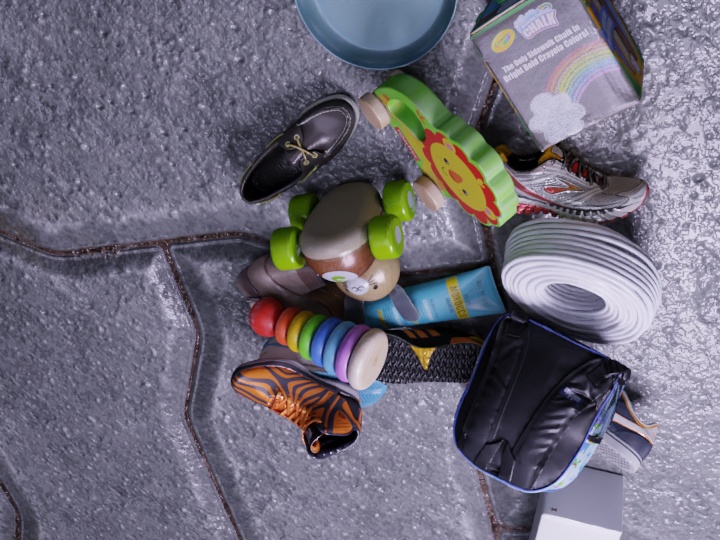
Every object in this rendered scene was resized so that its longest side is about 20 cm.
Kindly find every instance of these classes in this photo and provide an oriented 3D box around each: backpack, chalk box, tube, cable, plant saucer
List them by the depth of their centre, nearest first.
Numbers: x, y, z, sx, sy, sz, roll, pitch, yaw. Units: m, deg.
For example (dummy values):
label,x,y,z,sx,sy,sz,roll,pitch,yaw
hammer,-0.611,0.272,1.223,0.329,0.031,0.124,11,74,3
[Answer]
label,x,y,z,sx,sy,sz,roll,pitch,yaw
chalk box,0.204,-0.258,0.973,0.124,0.124,0.200,-25,110,31
plant saucer,0.018,-0.334,1.044,0.199,0.027,0.201,9,124,13
cable,0.269,0.015,1.114,0.199,0.070,0.200,18,155,15
backpack,0.228,0.178,1.157,0.182,0.147,0.201,27,90,27
tube,0.095,0.045,1.251,0.199,0.051,0.078,-13,125,20

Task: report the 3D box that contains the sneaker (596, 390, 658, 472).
label,x,y,z,sx,sy,sz,roll,pitch,yaw
sneaker,0.318,0.189,1.253,0.200,0.079,0.079,37,164,20

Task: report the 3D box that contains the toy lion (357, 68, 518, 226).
label,x,y,z,sx,sy,sz,roll,pitch,yaw
toy lion,0.099,-0.139,1.044,0.069,0.192,0.200,-39,107,-10

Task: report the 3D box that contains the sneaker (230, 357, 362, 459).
label,x,y,z,sx,sy,sz,roll,pitch,yaw
sneaker,-0.086,0.194,1.258,0.199,0.112,0.078,15,125,-15

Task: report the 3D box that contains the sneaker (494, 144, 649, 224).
label,x,y,z,sx,sy,sz,roll,pitch,yaw
sneaker,0.244,-0.107,1.083,0.198,0.078,0.083,6,118,12

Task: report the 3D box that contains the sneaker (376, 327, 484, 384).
label,x,y,z,sx,sy,sz,roll,pitch,yaw
sneaker,0.083,0.114,1.266,0.199,0.090,0.071,3,103,11

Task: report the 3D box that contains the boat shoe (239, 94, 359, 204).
label,x,y,z,sx,sy,sz,roll,pitch,yaw
boat shoe,-0.081,-0.151,1.171,0.201,0.061,0.072,-36,106,33

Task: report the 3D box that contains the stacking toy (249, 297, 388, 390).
label,x,y,z,sx,sy,sz,roll,pitch,yaw
stacking toy,-0.065,0.086,1.226,0.199,0.085,0.086,22,127,24

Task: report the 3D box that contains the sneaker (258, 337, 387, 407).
label,x,y,z,sx,sy,sz,roll,pitch,yaw
sneaker,-0.054,0.148,1.349,0.199,0.081,0.077,15,125,-15

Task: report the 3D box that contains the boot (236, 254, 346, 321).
label,x,y,z,sx,sy,sz,roll,pitch,yaw
boot,-0.084,0.056,1.308,0.145,0.070,0.201,-14,118,34

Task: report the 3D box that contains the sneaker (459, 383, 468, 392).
label,x,y,z,sx,sy,sz,roll,pitch,yaw
sneaker,0.212,0.204,1.294,0.200,0.071,0.080,44,164,10

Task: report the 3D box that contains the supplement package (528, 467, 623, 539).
label,x,y,z,sx,sy,sz,roll,pitch,yaw
supplement package,0.318,0.406,1.360,0.116,0.117,0.201,12,125,11

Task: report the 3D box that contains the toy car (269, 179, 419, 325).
label,x,y,z,sx,sy,sz,roll,pitch,yaw
toy car,0.000,0.000,1.188,0.163,0.158,0.201,-6,124,21
